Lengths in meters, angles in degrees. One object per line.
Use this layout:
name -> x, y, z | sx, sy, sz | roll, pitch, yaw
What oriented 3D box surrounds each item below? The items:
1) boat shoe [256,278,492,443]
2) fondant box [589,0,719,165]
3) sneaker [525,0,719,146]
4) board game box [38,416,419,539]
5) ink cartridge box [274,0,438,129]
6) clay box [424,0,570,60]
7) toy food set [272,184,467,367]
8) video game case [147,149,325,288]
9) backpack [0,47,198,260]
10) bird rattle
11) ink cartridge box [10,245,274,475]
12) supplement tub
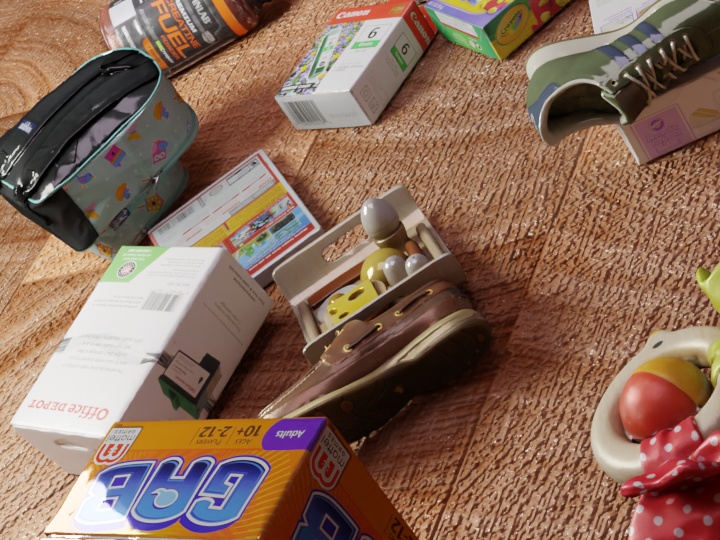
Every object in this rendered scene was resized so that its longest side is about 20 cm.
boat shoe -> 0.004, 0.077, 1.493 | 0.199, 0.072, 0.068 | -31, 55, -3
fondant box -> 0.276, -0.191, 1.620 | 0.143, 0.058, 0.201 | -24, 32, 18
sneaker -> 0.220, -0.153, 1.516 | 0.199, 0.067, 0.090 | -18, 44, 27
board game box -> -0.087, 0.237, 1.257 | 0.199, 0.200, 0.201 | -5, 42, 40
ink cartridge box -> 0.010, -0.227, 1.928 | 0.108, 0.050, 0.201 | 0, 47, 44
clay box -> 0.169, -0.293, 1.867 | 0.200, 0.048, 0.115 | -43, 33, -10
toy food set -> 0.000, 0.000, 1.600 | 0.143, 0.061, 0.200 | -34, 19, 2
video game case -> -0.120, -0.033, 1.825 | 0.143, 0.017, 0.200 | -36, 31, -1
backpack -> -0.258, -0.121, 1.944 | 0.200, 0.153, 0.175 | -52, 36, -9
bird rattle -> 0.222, 0.100, 1.282 | 0.163, 0.112, 0.201 | -1, 57, 59
ink cartridge box -> -0.188, 0.080, 1.660 | 0.145, 0.084, 0.201 | 2, 54, 46
supplement tub -> -0.186, -0.293, 2.151 | 0.199, 0.107, 0.107 | -29, 32, 11
